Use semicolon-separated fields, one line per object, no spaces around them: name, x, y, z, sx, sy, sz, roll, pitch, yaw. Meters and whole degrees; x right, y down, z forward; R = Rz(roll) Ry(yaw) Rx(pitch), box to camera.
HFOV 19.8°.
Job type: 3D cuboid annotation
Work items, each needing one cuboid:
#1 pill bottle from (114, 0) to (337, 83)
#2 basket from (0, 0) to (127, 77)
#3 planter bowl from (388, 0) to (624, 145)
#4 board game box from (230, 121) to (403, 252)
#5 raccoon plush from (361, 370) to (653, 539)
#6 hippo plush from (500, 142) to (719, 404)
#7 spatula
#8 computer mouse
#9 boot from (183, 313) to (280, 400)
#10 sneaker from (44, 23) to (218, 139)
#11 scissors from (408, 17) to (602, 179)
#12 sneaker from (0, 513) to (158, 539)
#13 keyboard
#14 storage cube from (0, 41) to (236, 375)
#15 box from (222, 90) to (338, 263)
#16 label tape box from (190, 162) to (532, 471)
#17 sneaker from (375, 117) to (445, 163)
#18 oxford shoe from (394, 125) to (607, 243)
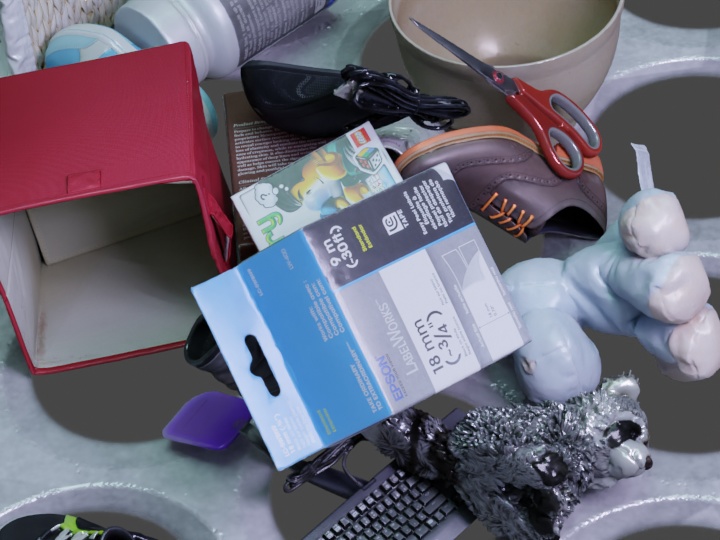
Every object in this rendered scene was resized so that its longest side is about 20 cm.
pill bottle;-0.121;-0.247;1.892;0.200;0.114;0.113;-37;50;-28
basket;-0.338;-0.309;1.933;0.197;0.201;0.161;29;48;32
planter bowl;0.128;-0.185;1.776;0.198;0.135;0.201;-4;44;4
board game box;0.000;0.000;1.595;0.126;0.035;0.201;-29;74;-3
raccoon plush;0.115;0.104;1.488;0.199;0.097;0.134;34;50;14
hippo plush;0.171;0.012;1.546;0.160;0.160;0.201;-20;62;4
spatula;-0.055;0.138;1.543;0.199;0.021;0.057;23;51;21
computer mouse;-0.024;-0.133;1.664;0.199;0.053;0.138;11;-1;44
boot;-0.023;0.027;1.498;0.200;0.132;0.070;-48;35;-9
sneaker;-0.237;-0.142;1.826;0.199;0.080;0.130;27;52;32
scissors;0.118;-0.150;1.651;0.014;0.200;0.073;-32;21;46
sneaker;-0.177;0.201;1.455;0.199;0.083;0.072;16;48;23
keyboard;0.011;0.162;1.492;0.127;0.021;0.200;38;56;22
storage cube;-0.201;-0.051;1.648;0.198;0.172;0.181;-11;42;4
box;-0.058;-0.069;1.728;0.099;0.075;0.201;-8;45;0
label tape box;0.004;0.031;1.439;0.199;0.063;0.145;-26;88;-31
sneaker;0.038;-0.089;1.714;0.074;0.100;0.201;-7;42;8
oxford shoe;0.119;-0.065;1.655;0.199;0.071;0.073;5;59;-29
